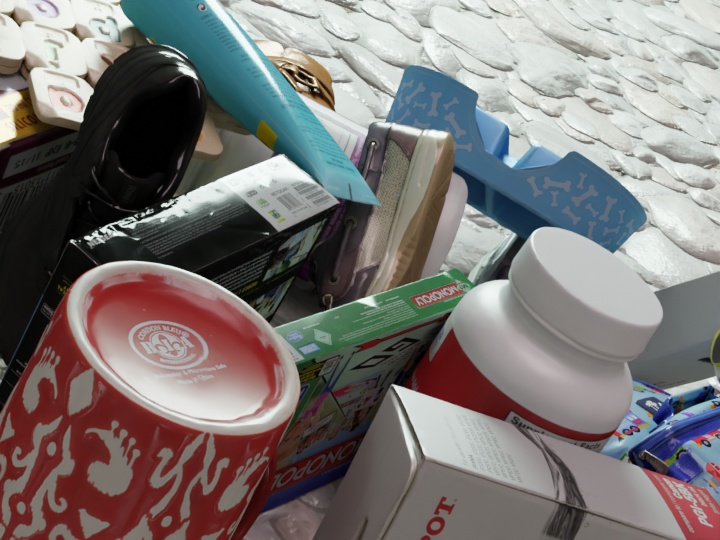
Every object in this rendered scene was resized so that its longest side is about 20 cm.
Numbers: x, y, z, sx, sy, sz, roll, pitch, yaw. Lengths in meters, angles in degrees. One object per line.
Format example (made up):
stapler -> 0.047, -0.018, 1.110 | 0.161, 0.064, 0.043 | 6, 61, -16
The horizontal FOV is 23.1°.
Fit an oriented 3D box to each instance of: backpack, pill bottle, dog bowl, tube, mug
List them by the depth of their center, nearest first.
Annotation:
mug -> -0.111, 0.095, 0.796 | 0.133, 0.201, 0.178 | 30, 30, 0
pill bottle -> 0.081, 0.080, 0.985 | 0.112, 0.201, 0.112 | 25, 25, -13
tube -> -0.066, -0.111, 1.069 | 0.200, 0.050, 0.077 | 46, 20, 21
backpack -> 0.187, 0.136, 1.075 | 0.182, 0.135, 0.200 | -5, 42, -47
pill bottle -> -0.038, -0.055, 1.179 | 0.199, 0.113, 0.112 | 26, 30, -8
dog bowl -> 0.101, -0.068, 1.221 | 0.199, 0.050, 0.112 | 32, -8, 10

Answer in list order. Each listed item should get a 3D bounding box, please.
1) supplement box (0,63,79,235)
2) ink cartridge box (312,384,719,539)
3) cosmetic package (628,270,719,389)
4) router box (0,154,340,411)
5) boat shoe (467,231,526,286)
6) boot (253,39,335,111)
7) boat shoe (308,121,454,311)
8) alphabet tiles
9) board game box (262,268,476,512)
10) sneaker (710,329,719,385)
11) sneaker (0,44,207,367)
supplement box -> -0.265, -0.107, 1.059 | 0.200, 0.103, 0.131 | 37, 31, 12
ink cartridge box -> 0.079, 0.162, 0.913 | 0.199, 0.147, 0.083 | 20, 20, -19
cosmetic package -> 0.239, 0.041, 1.209 | 0.082, 0.200, 0.051 | 12, 70, -30
router box -> -0.108, 0.028, 0.953 | 0.051, 0.150, 0.200 | 39, 30, 14
boat shoe -> 0.104, 0.029, 1.226 | 0.074, 0.065, 0.202 | 29, 29, -2
boot -> -0.034, -0.101, 1.307 | 0.199, 0.077, 0.155 | 20, 27, -4
boat shoe -> 0.000, 0.000, 1.094 | 0.064, 0.201, 0.072 | 18, -10, 17
alphabet tiles -> -0.158, -0.136, 1.082 | 0.199, 0.015, 0.196 | 12, 35, -30
board game box -> -0.022, 0.074, 0.975 | 0.029, 0.135, 0.200 | 42, 32, 22
sneaker -> 0.305, 0.077, 1.066 | 0.199, 0.075, 0.085 | 34, 19, 0
sneaker -> -0.144, -0.032, 0.958 | 0.076, 0.201, 0.091 | 24, 1, -19
